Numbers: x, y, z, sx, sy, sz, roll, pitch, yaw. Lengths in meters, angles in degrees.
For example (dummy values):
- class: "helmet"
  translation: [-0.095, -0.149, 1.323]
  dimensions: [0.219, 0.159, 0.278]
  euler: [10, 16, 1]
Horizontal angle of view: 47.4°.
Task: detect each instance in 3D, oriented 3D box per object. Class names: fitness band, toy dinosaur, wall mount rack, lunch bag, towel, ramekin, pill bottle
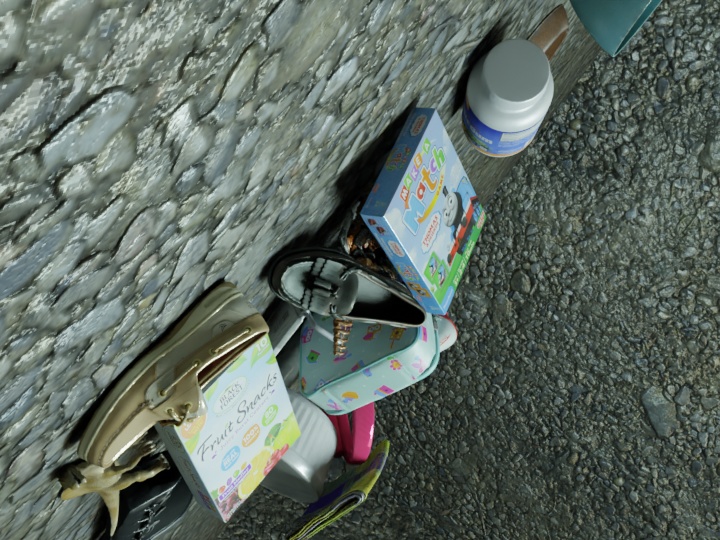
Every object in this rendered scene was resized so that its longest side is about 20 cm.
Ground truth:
- class: "fitness band"
  translation: [-0.019, 0.187, 1.192]
  dimensions: [0.201, 0.037, 0.144]
  euler: [-107, -152, -48]
- class: "toy dinosaur"
  translation: [-0.248, 0.201, 0.816]
  dimensions: [0.101, 0.058, 0.200]
  euler: [-33, 159, -17]
- class: "wall mount rack"
  translation: [-0.094, 0.086, 1.072]
  dimensions: [0.200, 0.074, 0.174]
  euler: [-51, -154, 11]
- class: "lunch bag"
  translation: [0.013, 0.090, 1.094]
  dimensions: [0.199, 0.077, 0.161]
  euler: [-28, -141, 21]
- class: "towel"
  translation: [-0.028, 0.309, 1.142]
  dimensions: [0.143, 0.023, 0.200]
  euler: [-39, 178, 17]
- class: "toy dinosaur"
  translation: [0.000, 0.000, 0.997]
  dimensions: [0.201, 0.102, 0.136]
  euler: [-55, 142, -1]
- class: "ramekin"
  translation: [-0.123, 0.231, 1.145]
  dimensions: [0.095, 0.201, 0.203]
  euler: [-59, 177, -29]
- class: "pill bottle"
  translation: [0.193, -0.228, 1.085]
  dimensions: [0.112, 0.112, 0.200]
  euler: [-50, 172, -3]

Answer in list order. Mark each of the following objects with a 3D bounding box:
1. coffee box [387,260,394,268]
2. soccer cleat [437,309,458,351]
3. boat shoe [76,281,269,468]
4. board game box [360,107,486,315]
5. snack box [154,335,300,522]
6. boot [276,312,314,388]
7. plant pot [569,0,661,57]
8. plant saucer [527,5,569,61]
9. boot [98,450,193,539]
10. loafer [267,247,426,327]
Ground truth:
- class: "coffee box"
  translation: [0.054, -0.043, 1.150]
  dimensions: [0.080, 0.113, 0.200]
  euler: [-46, 172, -34]
- class: "soccer cleat"
  translation: [0.050, 0.104, 1.169]
  dimensions: [0.199, 0.069, 0.085]
  euler: [-14, -161, 44]
- class: "boat shoe"
  translation: [-0.160, 0.101, 0.723]
  dimensions: [0.200, 0.069, 0.074]
  euler: [-49, 172, -17]
- class: "board game box"
  translation: [0.080, -0.065, 0.958]
  dimensions: [0.200, 0.036, 0.152]
  euler: [53, 55, -47]
- class: "snack box"
  translation: [-0.144, 0.168, 0.909]
  dimensions: [0.142, 0.053, 0.201]
  euler: [-48, 145, -31]
- class: "boot"
  translation: [-0.101, 0.128, 1.276]
  dimensions: [0.200, 0.073, 0.182]
  euler: [-40, 166, -26]
- class: "plant pot"
  translation: [0.319, -0.383, 0.994]
  dimensions: [0.200, 0.134, 0.200]
  euler: [-50, 172, -9]
- class: "plant saucer"
  translation: [0.286, -0.347, 1.370]
  dimensions: [0.201, 0.034, 0.200]
  euler: [-50, 172, -10]
- class: "boot"
  translation: [-0.261, 0.283, 1.060]
  dimensions: [0.165, 0.065, 0.201]
  euler: [-46, 167, -44]
- class: "loafer"
  translation: [-0.007, 0.023, 0.905]
  dimensions: [0.199, 0.063, 0.072]
  euler: [15, 98, -39]
